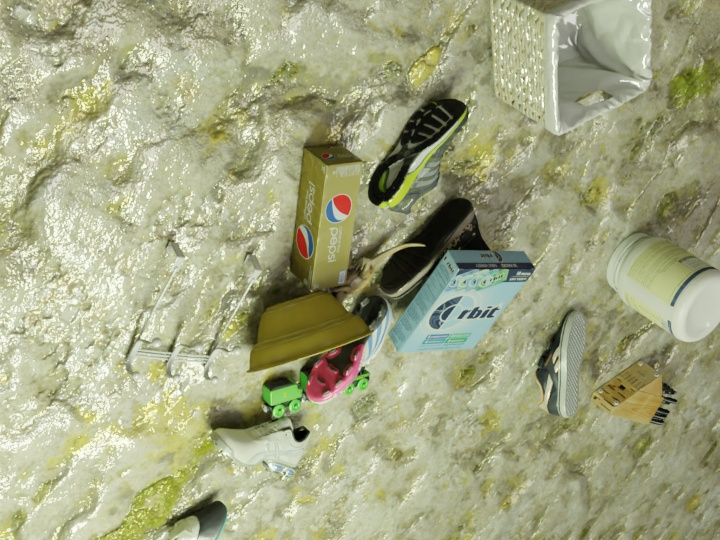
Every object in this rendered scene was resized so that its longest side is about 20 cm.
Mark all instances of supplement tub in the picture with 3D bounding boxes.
[{"bbox_3d":[0.575,0.027,1.987,0.144,0.200,0.147,-19,127,-27],"label":"supplement tub"}]

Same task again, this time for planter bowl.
[{"bbox_3d":[-0.085,0.081,1.561,0.199,0.200,0.084,-17,90,-29],"label":"planter bowl"}]

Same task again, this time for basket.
[{"bbox_3d":[0.312,-0.344,1.578,0.197,0.161,0.202,-27,130,-21],"label":"basket"}]

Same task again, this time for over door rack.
[{"bbox_3d":[-0.229,0.070,1.484,0.147,0.067,0.202,10,110,-42],"label":"over door rack"}]

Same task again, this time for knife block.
[{"bbox_3d":[0.587,0.290,2.258,0.199,0.064,0.177,-30,131,-20],"label":"knife block"}]

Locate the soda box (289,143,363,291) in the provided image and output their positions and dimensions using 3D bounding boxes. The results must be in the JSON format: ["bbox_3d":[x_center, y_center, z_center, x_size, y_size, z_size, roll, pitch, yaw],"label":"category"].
[{"bbox_3d":[-0.051,-0.076,1.529,0.063,0.068,0.202,-10,122,-32],"label":"soda box"}]

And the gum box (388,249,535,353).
[{"bbox_3d":[0.162,0.051,1.704,0.168,0.045,0.201,0,138,-37],"label":"gum box"}]

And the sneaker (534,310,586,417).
[{"bbox_3d":[0.378,0.175,2.023,0.078,0.079,0.203,14,83,-48],"label":"sneaker"}]

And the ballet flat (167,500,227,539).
[{"bbox_3d":[-0.287,0.447,1.678,0.073,0.073,0.201,29,100,-44],"label":"ballet flat"}]

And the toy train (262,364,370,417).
[{"bbox_3d":[-0.070,0.183,1.701,0.198,0.042,0.057,-14,114,-31],"label":"toy train"}]

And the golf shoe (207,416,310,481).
[{"bbox_3d":[-0.155,0.261,1.658,0.098,0.078,0.199,-54,144,6],"label":"golf shoe"}]

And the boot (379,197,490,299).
[{"bbox_3d":[0.133,-0.003,1.720,0.200,0.073,0.151,-49,135,-10],"label":"boot"}]

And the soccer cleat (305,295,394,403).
[{"bbox_3d":[-0.008,0.135,1.680,0.201,0.069,0.086,-54,149,-11],"label":"soccer cleat"}]

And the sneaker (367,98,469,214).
[{"bbox_3d":[0.095,-0.170,1.591,0.200,0.074,0.081,-50,142,9],"label":"sneaker"}]

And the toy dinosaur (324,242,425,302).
[{"bbox_3d":[0.000,0.000,1.640,0.200,0.058,0.101,-44,150,4],"label":"toy dinosaur"}]
